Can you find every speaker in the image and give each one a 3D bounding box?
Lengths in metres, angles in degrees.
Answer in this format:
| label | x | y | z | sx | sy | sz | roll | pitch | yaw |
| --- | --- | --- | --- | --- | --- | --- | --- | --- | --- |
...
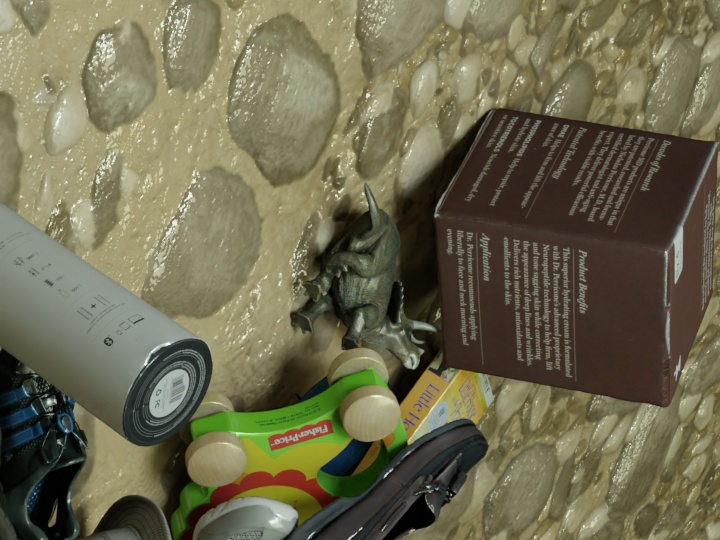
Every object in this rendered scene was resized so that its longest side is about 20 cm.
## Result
| label | x | y | z | sx | sy | sz | roll | pitch | yaw |
| --- | --- | --- | --- | --- | --- | --- | --- | --- | --- |
| speaker | -0.193 | 0.031 | 1.465 | 0.081 | 0.200 | 0.081 | -36 | 143 | -33 |

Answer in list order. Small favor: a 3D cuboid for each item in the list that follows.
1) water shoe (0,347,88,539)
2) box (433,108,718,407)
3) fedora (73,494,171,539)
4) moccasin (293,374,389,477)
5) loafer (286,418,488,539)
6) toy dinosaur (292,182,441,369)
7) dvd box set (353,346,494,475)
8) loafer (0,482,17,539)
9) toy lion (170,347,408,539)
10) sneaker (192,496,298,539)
| label | x | y | z | sx | sy | sz | roll | pitch | yaw |
| --- | --- | --- | --- | --- | --- | --- | --- | --- | --- |
| water shoe | -0.218 | 0.104 | 1.585 | 0.071 | 0.079 | 0.201 | -21 | 128 | -43 |
| box | 0.180 | -0.013 | 1.864 | 0.164 | 0.199 | 0.166 | -59 | 153 | -47 |
| fedora | -0.210 | 0.256 | 1.643 | 0.090 | 0.177 | 0.200 | 5 | 152 | -24 |
| moccasin | -0.040 | 0.150 | 1.855 | 0.200 | 0.080 | 0.068 | -55 | 176 | 21 |
| loafer | 0.031 | 0.190 | 1.745 | 0.200 | 0.063 | 0.072 | -32 | 146 | -27 |
| toy dinosaur | 0.000 | 0.000 | 1.812 | 0.102 | 0.077 | 0.201 | -46 | 139 | -43 |
| dvd box set | 0.043 | 0.162 | 1.966 | 0.200 | 0.029 | 0.146 | -53 | 160 | -13 |
| loafer | -0.300 | 0.131 | 1.518 | 0.071 | 0.073 | 0.200 | -30 | 129 | 1 |
| toy lion | -0.056 | 0.173 | 1.782 | 0.199 | 0.069 | 0.192 | -17 | 128 | -3 |
| sneaker | -0.108 | 0.253 | 1.748 | 0.075 | 0.082 | 0.200 | 19 | 128 | -27 |
